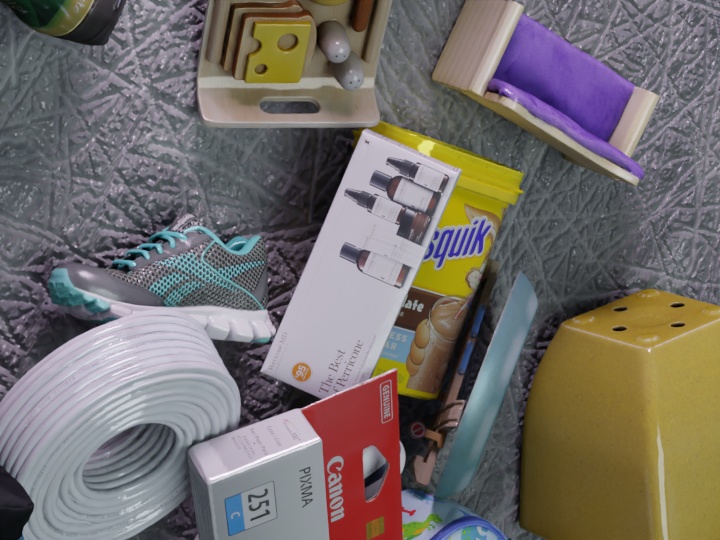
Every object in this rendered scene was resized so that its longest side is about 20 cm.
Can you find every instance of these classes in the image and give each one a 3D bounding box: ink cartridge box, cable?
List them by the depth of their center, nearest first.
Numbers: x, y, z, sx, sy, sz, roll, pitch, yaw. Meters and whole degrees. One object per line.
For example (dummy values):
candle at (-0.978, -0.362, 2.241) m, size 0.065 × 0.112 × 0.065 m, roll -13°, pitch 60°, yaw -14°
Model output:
cable at (-0.180, 0.119, 1.495) m, size 0.199 × 0.069 × 0.201 m, roll -14°, pitch 142°, yaw -34°
ink cartridge box at (-0.037, 0.187, 1.579) m, size 0.175 × 0.045 × 0.201 m, roll -20°, pitch 133°, yaw -19°

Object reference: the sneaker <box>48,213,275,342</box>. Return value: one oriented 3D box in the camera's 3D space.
sneaker at (-0.146, 0.001, 1.541) m, size 0.199 × 0.077 × 0.092 m, roll 9°, pitch 85°, yaw -45°

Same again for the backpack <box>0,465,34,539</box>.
backpack at (-0.316, 0.204, 1.413) m, size 0.200 × 0.163 × 0.154 m, roll -56°, pitch 146°, yaw 0°

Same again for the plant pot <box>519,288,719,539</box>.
plant pot at (0.261, 0.131, 1.840) m, size 0.195 × 0.194 × 0.201 m, roll -20°, pitch 112°, yaw -33°

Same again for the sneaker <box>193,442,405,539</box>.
sneaker at (-0.060, 0.169, 1.641) m, size 0.200 × 0.076 × 0.081 m, roll -38°, pitch 139°, yaw -12°

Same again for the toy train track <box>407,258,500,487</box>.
toy train track at (0.072, 0.082, 1.744) m, size 0.032 × 0.115 × 0.201 m, roll 21°, pitch 76°, yaw -5°

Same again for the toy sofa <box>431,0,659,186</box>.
toy sofa at (0.164, -0.148, 1.712) m, size 0.200 × 0.097 × 0.083 m, roll 26°, pitch 89°, yaw -41°

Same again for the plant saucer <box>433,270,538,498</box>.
plant saucer at (0.107, 0.099, 1.716) m, size 0.200 × 0.027 × 0.201 m, roll 22°, pitch 90°, yaw -85°

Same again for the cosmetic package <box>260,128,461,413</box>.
cosmetic package at (0.000, 0.000, 1.577) m, size 0.051 × 0.082 × 0.201 m, roll -42°, pitch 155°, yaw -81°

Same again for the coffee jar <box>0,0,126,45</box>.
coffee jar at (-0.235, -0.225, 1.363) m, size 0.200 × 0.085 × 0.105 m, roll 25°, pitch 86°, yaw -41°

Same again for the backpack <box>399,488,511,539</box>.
backpack at (0.068, 0.290, 1.748) m, size 0.183 × 0.147 × 0.200 m, roll -52°, pitch 136°, yaw -13°

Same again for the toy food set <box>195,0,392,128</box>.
toy food set at (-0.034, -0.188, 1.501) m, size 0.143 × 0.061 × 0.201 m, roll -2°, pitch 130°, yaw -20°

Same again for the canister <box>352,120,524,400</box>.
canister at (0.035, -0.007, 1.666) m, size 0.148 × 0.086 × 0.201 m, roll 15°, pitch 98°, yaw -41°
